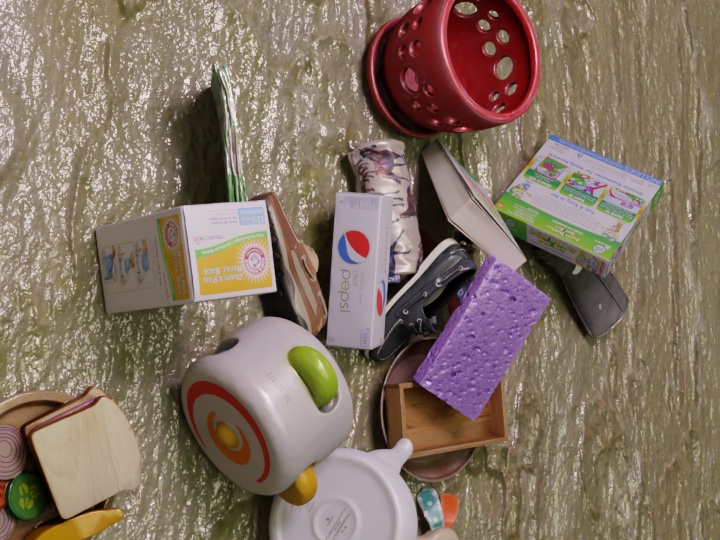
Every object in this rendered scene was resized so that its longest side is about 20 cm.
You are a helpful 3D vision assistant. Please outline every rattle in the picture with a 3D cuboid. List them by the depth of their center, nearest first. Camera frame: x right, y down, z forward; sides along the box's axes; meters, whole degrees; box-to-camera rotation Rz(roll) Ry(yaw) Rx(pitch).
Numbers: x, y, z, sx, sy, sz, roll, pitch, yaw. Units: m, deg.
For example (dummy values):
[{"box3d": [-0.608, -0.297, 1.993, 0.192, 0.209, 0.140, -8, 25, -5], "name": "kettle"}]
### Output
[{"box3d": [0.113, 0.393, 1.470, 0.130, 0.143, 0.200, 37, 69, -8], "name": "rattle"}]

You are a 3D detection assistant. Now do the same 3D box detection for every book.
[{"box3d": [0.158, -0.093, 1.541, 0.048, 0.200, 0.134, -41, 120, 13], "name": "book"}]

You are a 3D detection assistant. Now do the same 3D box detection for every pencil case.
[{"box3d": [0.031, -0.081, 1.489, 0.089, 0.078, 0.201, -10, 91, -28], "name": "pencil case"}]

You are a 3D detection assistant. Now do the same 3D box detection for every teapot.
[{"box3d": [-0.014, 0.325, 1.367, 0.146, 0.199, 0.198, 50, 22, -68], "name": "teapot"}]

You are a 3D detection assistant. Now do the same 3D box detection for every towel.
[{"box3d": [-0.159, -0.136, 1.306, 0.023, 0.153, 0.201, -8, 91, -10], "name": "towel"}]

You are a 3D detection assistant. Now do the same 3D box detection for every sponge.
[{"box3d": [0.164, 0.092, 1.475, 0.111, 0.030, 0.201, 34, 87, -28], "name": "sponge"}]

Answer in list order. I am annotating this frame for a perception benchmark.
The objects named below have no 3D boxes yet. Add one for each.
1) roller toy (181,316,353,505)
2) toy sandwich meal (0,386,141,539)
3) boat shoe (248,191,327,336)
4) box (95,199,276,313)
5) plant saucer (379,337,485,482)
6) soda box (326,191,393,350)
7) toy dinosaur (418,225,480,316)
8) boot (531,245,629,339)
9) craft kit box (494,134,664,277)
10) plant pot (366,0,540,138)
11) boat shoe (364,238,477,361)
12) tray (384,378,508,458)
[{"box3d": [-0.114, 0.163, 1.278, 0.140, 0.182, 0.201, -34, 137, -38], "name": "roller toy"}, {"box3d": [-0.329, 0.220, 1.167, 0.204, 0.070, 0.207, 5, 82, -39], "name": "toy sandwich meal"}, {"box3d": [-0.093, -0.004, 1.390, 0.074, 0.075, 0.201, -29, 111, -43], "name": "boat shoe"}, {"box3d": [-0.197, -0.013, 1.217, 0.112, 0.199, 0.102, -7, 90, -39], "name": "box"}, {"box3d": [0.094, 0.195, 1.538, 0.200, 0.037, 0.202, 5, 82, -40], "name": "plant saucer"}, {"box3d": [0.000, 0.000, 1.426, 0.068, 0.063, 0.201, -8, 103, -74], "name": "soda box"}, {"box3d": [0.137, 0.043, 1.563, 0.199, 0.105, 0.183, 15, 68, -3], "name": "toy dinosaur"}, {"box3d": [0.382, -0.017, 1.768, 0.182, 0.073, 0.200, -47, 108, -11], "name": "boot"}, {"box3d": [0.333, -0.103, 1.675, 0.198, 0.199, 0.049, -46, 152, -34], "name": "craft kit box"}, {"box3d": [0.123, -0.287, 1.520, 0.200, 0.182, 0.202, 5, 82, -38], "name": "plant pot"}, {"box3d": [0.086, 0.054, 1.473, 0.200, 0.066, 0.074, -50, 153, 0], "name": "boat shoe"}, {"box3d": [0.121, 0.199, 1.515, 0.199, 0.037, 0.099, -2, 86, -40], "name": "tray"}]
